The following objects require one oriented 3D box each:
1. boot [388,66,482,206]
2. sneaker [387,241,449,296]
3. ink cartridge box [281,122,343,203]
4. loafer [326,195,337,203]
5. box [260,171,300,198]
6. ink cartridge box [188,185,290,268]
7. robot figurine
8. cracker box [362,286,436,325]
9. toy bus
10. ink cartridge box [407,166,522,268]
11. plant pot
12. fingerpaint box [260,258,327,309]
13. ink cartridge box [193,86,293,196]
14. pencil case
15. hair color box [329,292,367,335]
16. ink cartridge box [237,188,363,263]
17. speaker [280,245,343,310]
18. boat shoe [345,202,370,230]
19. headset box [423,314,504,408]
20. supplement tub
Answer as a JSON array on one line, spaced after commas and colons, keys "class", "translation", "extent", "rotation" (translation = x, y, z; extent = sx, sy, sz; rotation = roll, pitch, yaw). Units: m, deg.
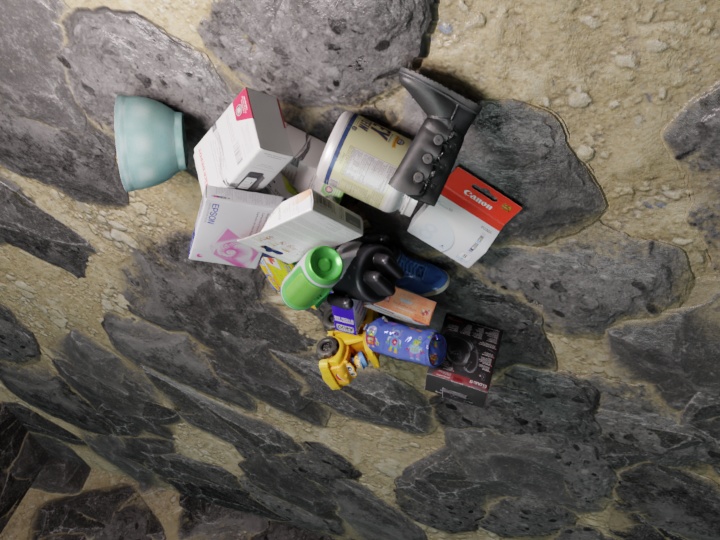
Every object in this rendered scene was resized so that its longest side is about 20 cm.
[{"class": "boot", "translation": [0.102, -0.236, 1.369], "extent": [0.163, 0.066, 0.202], "rotation": [26, 105, -3]}, {"class": "sneaker", "translation": [0.097, -0.007, 1.720], "extent": [0.197, 0.078, 0.112], "rotation": [13, 155, 25]}, {"class": "ink cartridge box", "translation": [-0.122, -0.204, 1.605], "extent": [0.198, 0.085, 0.146], "rotation": [27, 143, -4]}, {"class": "loafer", "translation": [-0.106, -0.085, 1.607], "extent": [0.070, 0.076, 0.199], "rotation": [44, 138, -20]}, {"class": "box", "translation": [-0.221, -0.141, 1.617], "extent": [0.198, 0.061, 0.117], "rotation": [-12, 131, 42]}, {"class": "ink cartridge box", "translation": [-0.228, -0.078, 1.529], "extent": [0.197, 0.044, 0.197], "rotation": [8, 142, -18]}, {"class": "robot figurine", "translation": [-0.002, 0.000, 1.630], "extent": [0.199, 0.149, 0.127], "rotation": [9, 115, 50]}, {"class": "cracker box", "translation": [0.086, 0.078, 1.765], "extent": [0.132, 0.058, 0.200], "rotation": [21, 173, -5]}, {"class": "toy bus", "translation": [0.002, 0.188, 1.922], "extent": [0.189, 0.202, 0.137], "rotation": [-3, 139, 20]}, {"class": "ink cartridge box", "translation": [0.209, -0.103, 1.573], "extent": [0.159, 0.048, 0.200], "rotation": [31, 145, -8]}, {"class": "plant pot", "translation": [-0.436, -0.271, 1.635], "extent": [0.132, 0.202, 0.202], "rotation": [-3, 143, -9]}, {"class": "fingerpaint box", "translation": [-0.170, -0.023, 1.822], "extent": [0.166, 0.073, 0.201], "rotation": [21, 148, 40]}, {"class": "ink cartridge box", "translation": [-0.230, -0.227, 1.490], "extent": [0.083, 0.147, 0.200], "rotation": [7, 146, -42]}, {"class": "pencil case", "translation": [0.103, 0.163, 1.790], "extent": [0.198, 0.088, 0.078], "rotation": [12, -174, 37]}, {"class": "hair color box", "translation": [-0.025, 0.048, 1.833], "extent": [0.064, 0.110, 0.201], "rotation": [11, 140, 17]}, {"class": "ink cartridge box", "translation": [-0.117, -0.081, 1.510], "extent": [0.198, 0.051, 0.161], "rotation": [-17, 154, 34]}, {"class": "speaker", "translation": [-0.102, 0.019, 1.582], "extent": [0.088, 0.089, 0.200], "rotation": [31, 152, -9]}, {"class": "boat shoe", "translation": [-0.051, -0.097, 1.720], "extent": [0.199, 0.071, 0.068], "rotation": [-24, 90, 54]}, {"class": "headset box", "translation": [0.242, 0.219, 1.814], "extent": [0.147, 0.202, 0.078], "rotation": [15, 143, 10]}, {"class": "supplement tub", "translation": [0.030, -0.200, 1.474], "extent": [0.198, 0.146, 0.146], "rotation": [25, 143, -1]}]
